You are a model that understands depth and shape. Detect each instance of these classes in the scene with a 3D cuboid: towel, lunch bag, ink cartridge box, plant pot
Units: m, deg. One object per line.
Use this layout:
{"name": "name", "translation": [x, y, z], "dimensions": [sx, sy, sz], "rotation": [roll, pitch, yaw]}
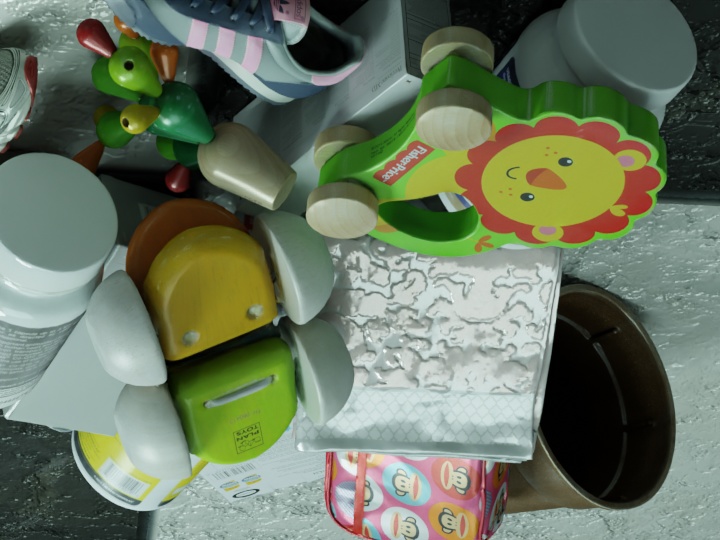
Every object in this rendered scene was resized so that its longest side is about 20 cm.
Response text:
{"name": "towel", "translation": [0.047, 0.056, 1.320], "dimensions": [0.198, 0.032, 0.192], "rotation": [3, 112, -1]}
{"name": "lunch bag", "translation": [0.039, 0.140, 1.453], "dimensions": [0.175, 0.082, 0.201], "rotation": [17, 125, 20]}
{"name": "ink cartridge box", "translation": [-0.094, 0.153, 1.670], "dimensions": [0.136, 0.077, 0.200], "rotation": [-16, 147, 12]}
{"name": "plant pot", "translation": [0.146, 0.134, 1.570], "dimensions": [0.200, 0.202, 0.198], "rotation": [21, 151, -36]}

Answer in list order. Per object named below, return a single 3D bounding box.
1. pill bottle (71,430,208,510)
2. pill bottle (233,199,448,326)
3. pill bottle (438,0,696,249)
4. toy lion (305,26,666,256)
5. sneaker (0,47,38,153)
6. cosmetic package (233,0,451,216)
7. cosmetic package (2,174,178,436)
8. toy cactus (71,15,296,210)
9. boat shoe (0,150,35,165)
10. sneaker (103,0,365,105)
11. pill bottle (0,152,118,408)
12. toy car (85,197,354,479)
{"name": "pill bottle", "translation": [-0.152, 0.107, 1.472], "dimensions": [0.112, 0.112, 0.200], "rotation": [19, 130, -33]}
{"name": "pill bottle", "translation": [0.000, 0.000, 1.377], "dimensions": [0.199, 0.117, 0.116], "rotation": [-5, 151, 2]}
{"name": "pill bottle", "translation": [0.139, -0.109, 1.199], "dimensions": [0.115, 0.116, 0.200], "rotation": [10, 149, -21]}
{"name": "toy lion", "translation": [0.090, -0.064, 1.133], "dimensions": [0.191, 0.069, 0.200], "rotation": [25, 142, -26]}
{"name": "sneaker", "translation": [-0.309, -0.110, 1.192], "dimensions": [0.199, 0.078, 0.082], "rotation": [-15, 147, 19]}
{"name": "cosmetic package", "translation": [-0.014, -0.113, 1.211], "dimensions": [0.050, 0.083, 0.200], "rotation": [19, 144, -33]}
{"name": "cosmetic package", "translation": [-0.203, 0.033, 1.382], "dimensions": [0.106, 0.090, 0.200], "rotation": [16, 127, -37]}
{"name": "toy cactus", "translation": [-0.124, -0.092, 1.184], "dimensions": [0.165, 0.102, 0.200], "rotation": [33, 161, 11]}
{"name": "boat shoe", "translation": [-0.316, -0.051, 1.302], "dimensions": [0.199, 0.076, 0.072], "rotation": [8, 151, -16]}
{"name": "sneaker", "translation": [-0.079, -0.170, 1.110], "dimensions": [0.082, 0.071, 0.199], "rotation": [-12, 158, 39]}
{"name": "pill bottle", "translation": [-0.250, 0.009, 1.240], "dimensions": [0.113, 0.114, 0.200], "rotation": [12, 146, -24]}
{"name": "toy car", "translation": [-0.110, 0.040, 1.254], "dimensions": [0.174, 0.150, 0.201], "rotation": [-21, 123, -16]}
